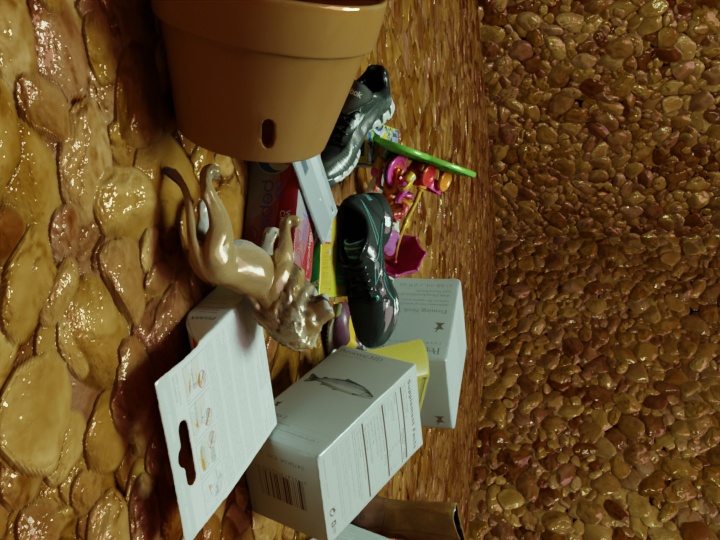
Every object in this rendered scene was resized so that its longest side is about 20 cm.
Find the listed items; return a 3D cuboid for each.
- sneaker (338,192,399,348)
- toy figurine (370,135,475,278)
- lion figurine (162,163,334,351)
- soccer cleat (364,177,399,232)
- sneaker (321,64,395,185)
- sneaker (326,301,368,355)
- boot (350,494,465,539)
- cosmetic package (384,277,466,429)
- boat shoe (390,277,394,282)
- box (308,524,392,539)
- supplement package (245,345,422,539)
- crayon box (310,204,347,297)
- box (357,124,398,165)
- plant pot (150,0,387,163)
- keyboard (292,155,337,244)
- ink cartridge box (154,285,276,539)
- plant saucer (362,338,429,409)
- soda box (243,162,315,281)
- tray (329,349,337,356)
[{"bbox_3d":[0.000,0.000,1.019,0.079,0.074,0.204,0,85,-61],"label":"sneaker"},{"bbox_3d":[0.057,-0.080,1.137,0.199,0.149,0.187,5,106,-60],"label":"toy figurine"},{"bbox_3d":[-0.107,-0.006,0.732,0.198,0.072,0.125,26,59,-39],"label":"lion figurine"},{"bbox_3d":[0.041,-0.115,1.369,0.201,0.068,0.079,87,3,-55],"label":"soccer cleat"},{"bbox_3d":[-0.017,-0.193,1.012,0.201,0.066,0.091,-55,158,-32],"label":"sneaker"},{"bbox_3d":[0.005,0.125,1.193,0.076,0.088,0.202,-75,161,-44],"label":"sneaker"},{"bbox_3d":[0.069,0.410,1.238,0.069,0.196,0.191,-68,154,-52],"label":"boot"},{"bbox_3d":[0.088,0.139,1.363,0.201,0.164,0.168,-73,159,-48],"label":"cosmetic package"},{"bbox_3d":[0.024,0.012,1.307,0.074,0.066,0.204,51,42,-67],"label":"boat shoe"},{"bbox_3d":[0.010,0.432,1.080,0.200,0.150,0.108,35,71,-71],"label":"box"},{"bbox_3d":[-0.028,0.192,0.916,0.199,0.115,0.119,-35,125,-48],"label":"supplement package"},{"bbox_3d":[-0.049,-0.025,1.047,0.200,0.057,0.121,4,87,-75],"label":"crayon box"},{"bbox_3d":[0.004,-0.192,1.214,0.200,0.069,0.066,-18,109,-74],"label":"box"},{"bbox_3d":[-0.085,-0.184,0.689,0.201,0.197,0.142,-59,163,-61],"label":"plant pot"},{"bbox_3d":[-0.060,-0.120,0.862,0.202,0.010,0.057,72,31,-41],"label":"keyboard"},{"bbox_3d":[-0.143,0.125,0.738,0.200,0.046,0.163,-51,139,-62],"label":"ink cartridge box"},{"bbox_3d":[0.024,0.209,1.112,0.198,0.048,0.203,-6,114,-49],"label":"plant saucer"},{"bbox_3d":[-0.086,-0.090,0.895,0.070,0.062,0.204,38,54,-71],"label":"soda box"},{"bbox_3d":[0.004,0.179,1.129,0.199,0.022,0.109,21,91,-53],"label":"tray"}]
